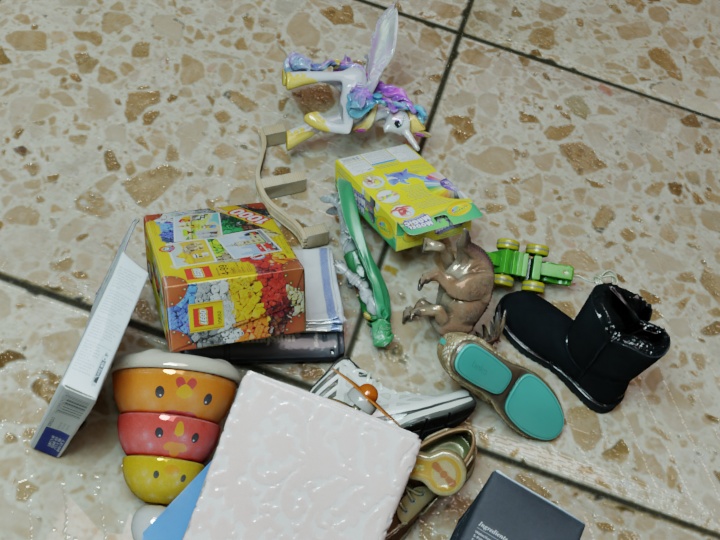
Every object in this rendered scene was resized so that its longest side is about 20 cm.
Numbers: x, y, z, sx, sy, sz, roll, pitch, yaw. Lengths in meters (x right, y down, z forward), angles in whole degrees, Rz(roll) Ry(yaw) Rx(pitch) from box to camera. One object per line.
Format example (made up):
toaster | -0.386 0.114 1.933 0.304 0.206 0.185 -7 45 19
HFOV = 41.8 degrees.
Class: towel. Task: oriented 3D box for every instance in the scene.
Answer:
towel | -0.121 0.020 1.145 0.196 0.024 0.148 0 40 -9
towel | -0.060 0.222 0.919 0.188 0.032 0.203 22 88 -4

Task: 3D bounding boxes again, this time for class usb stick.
usb stick | -0.117 0.084 1.118 0.196 0.033 0.056 0 56 -11

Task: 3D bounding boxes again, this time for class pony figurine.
pony figurine | -0.007 -0.250 1.291 0.196 0.167 0.197 -2 67 -10

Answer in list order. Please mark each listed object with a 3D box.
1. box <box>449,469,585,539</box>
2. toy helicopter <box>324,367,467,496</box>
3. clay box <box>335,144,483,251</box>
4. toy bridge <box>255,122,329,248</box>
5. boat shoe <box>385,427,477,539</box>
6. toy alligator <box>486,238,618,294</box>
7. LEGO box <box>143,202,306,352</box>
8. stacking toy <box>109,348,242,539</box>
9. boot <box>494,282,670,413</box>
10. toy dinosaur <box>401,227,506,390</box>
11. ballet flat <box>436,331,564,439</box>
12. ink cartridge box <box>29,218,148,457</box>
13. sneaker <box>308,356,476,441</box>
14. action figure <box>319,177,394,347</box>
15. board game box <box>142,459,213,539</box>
box | 0.119 0.329 0.927 0.106 0.149 0.201 28 57 9
toy helicopter | 0.015 0.180 0.975 0.196 0.079 0.135 12 82 8
clay box | 0.059 -0.091 1.212 0.113 0.048 0.200 -15 39 -22
toy bridge | -0.105 -0.114 1.254 0.066 0.027 0.202 -14 59 -18
boat shoe | 0.051 0.232 1.024 0.199 0.074 0.076 -36 68 -28
toy alligator | 0.230 0.001 1.222 0.196 0.054 0.060 10 82 -3
LEGO box | -0.155 0.001 1.048 0.146 0.079 0.200 -8 26 -17
stacking toy | -0.202 0.194 0.993 0.143 0.146 0.204 4 73 -7
boot | 0.260 0.061 1.118 0.076 0.169 0.200 -35 67 -28
toy dinosaur | 0.127 0.036 1.125 0.133 0.203 0.086 12 25 -3
ballet flat | 0.161 0.127 1.091 0.071 0.200 0.065 -50 29 -3
ink cartridge box | -0.278 0.075 0.996 0.040 0.200 0.203 24 56 -15
sneaker | 0.029 0.140 1.080 0.197 0.076 0.117 -13 61 -15
action figure | 0.000 0.000 1.166 0.054 0.118 0.203 -21 69 4
board game box | -0.133 0.286 0.972 0.158 0.039 0.200 49 50 -4
